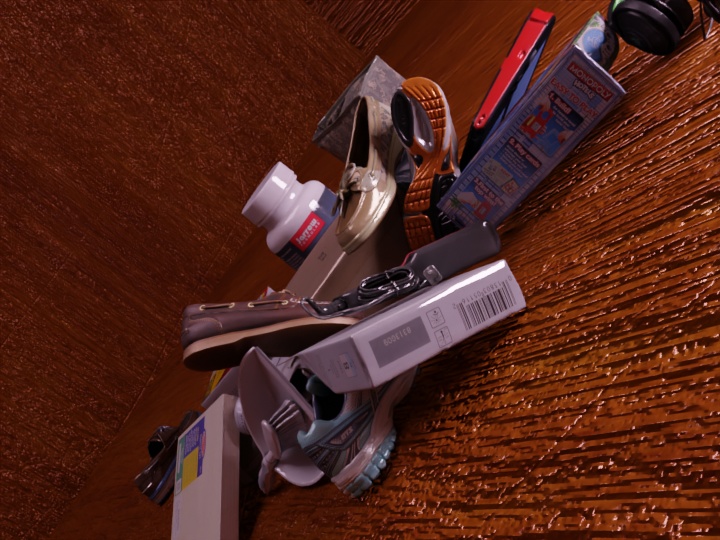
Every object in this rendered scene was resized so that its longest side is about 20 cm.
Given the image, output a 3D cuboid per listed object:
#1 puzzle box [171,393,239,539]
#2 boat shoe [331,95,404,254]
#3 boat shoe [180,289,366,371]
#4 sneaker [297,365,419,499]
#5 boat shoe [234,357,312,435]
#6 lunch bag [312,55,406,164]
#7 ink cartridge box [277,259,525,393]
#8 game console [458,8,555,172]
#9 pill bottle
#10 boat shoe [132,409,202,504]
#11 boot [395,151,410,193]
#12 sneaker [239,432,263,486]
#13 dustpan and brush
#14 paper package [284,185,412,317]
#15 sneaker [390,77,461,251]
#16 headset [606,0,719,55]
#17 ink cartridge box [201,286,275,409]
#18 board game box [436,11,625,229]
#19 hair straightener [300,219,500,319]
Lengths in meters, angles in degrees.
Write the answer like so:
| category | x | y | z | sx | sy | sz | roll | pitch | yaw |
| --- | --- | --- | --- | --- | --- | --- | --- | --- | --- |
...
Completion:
| category | x | y | z | sx | sy | sz | roll | pitch | yaw |
| --- | --- | --- | --- | --- | --- | --- | --- | --- | --- |
| puzzle box | -0.183 | 0.265 | 0.926 | 0.133 | 0.025 | 0.203 | -43 | 40 | 40 |
| boat shoe | 0.001 | -0.106 | 0.856 | 0.073 | 0.062 | 0.203 | -36 | 30 | 44 |
| boat shoe | -0.090 | 0.053 | 0.820 | 0.071 | 0.195 | 0.071 | 92 | 171 | -54 |
| sneaker | -0.001 | 0.105 | 0.732 | 0.078 | 0.086 | 0.201 | -43 | 16 | 35 |
| boat shoe | -0.084 | 0.145 | 0.985 | 0.065 | 0.075 | 0.200 | -3 | 24 | 22 |
| lunch bag | 0.026 | -0.236 | 1.342 | 0.199 | 0.163 | 0.119 | -34 | 27 | 52 |
| ink cartridge box | 0.027 | 0.058 | 0.691 | 0.158 | 0.048 | 0.200 | -25 | -2 | -26 |
| game console | 0.159 | -0.181 | 0.897 | 0.179 | 0.031 | 0.201 | -62 | -8 | -17 |
| pill bottle | -0.064 | -0.054 | 1.108 | 0.120 | 0.199 | 0.120 | -48 | 14 | 16 |
| boat shoe | -0.344 | 0.318 | 1.413 | 0.072 | 0.072 | 0.201 | -44 | 16 | 31 |
| boot | 0.079 | -0.145 | 1.111 | 0.170 | 0.076 | 0.200 | -62 | 9 | -21 |
| sneaker | -0.139 | 0.209 | 1.028 | 0.075 | 0.071 | 0.200 | -39 | 20 | -1 |
| dustpan and brush | -0.087 | 0.186 | 0.829 | 0.057 | 0.140 | 0.201 | -35 | -24 | -24 |
| paper package | 0.000 | 0.000 | 0.964 | 0.192 | 0.103 | 0.200 | -55 | 12 | -6 |
| sneaker | 0.084 | -0.106 | 0.856 | 0.074 | 0.205 | 0.092 | -4 | 10 | 17 |
| headset | 0.271 | -0.256 | 0.686 | 0.124 | 0.093 | 0.201 | -47 | 22 | 24 |
| ink cartridge box | -0.177 | 0.151 | 1.235 | 0.176 | 0.083 | 0.201 | -49 | 14 | 18 |
| board game box | 0.183 | -0.150 | 0.746 | 0.201 | 0.061 | 0.200 | -51 | 2 | -36 |
| hair straightener | 0.040 | -0.001 | 0.693 | 0.196 | 0.042 | 0.077 | -19 | -1 | -19 |
